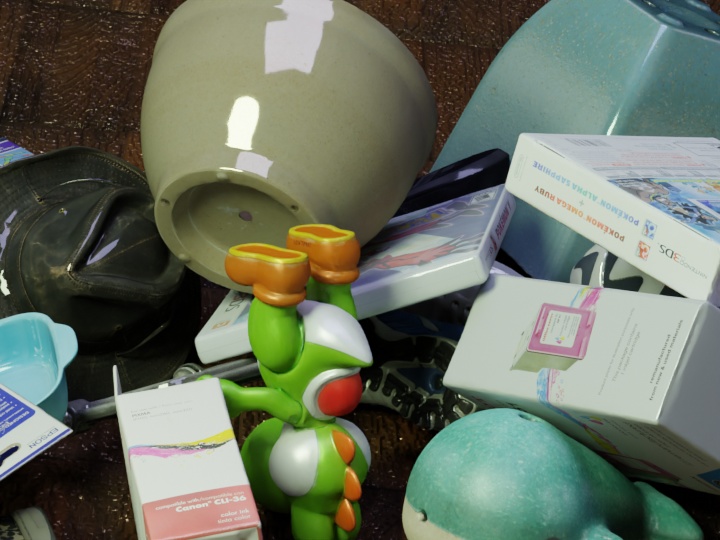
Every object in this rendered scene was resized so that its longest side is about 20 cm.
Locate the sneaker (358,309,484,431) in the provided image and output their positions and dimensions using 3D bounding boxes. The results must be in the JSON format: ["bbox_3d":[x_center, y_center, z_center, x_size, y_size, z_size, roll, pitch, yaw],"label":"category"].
[{"bbox_3d":[0.029,0.065,1.848,0.199,0.079,0.089,24,9,41],"label":"sneaker"}]

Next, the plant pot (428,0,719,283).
[{"bbox_3d":[0.202,-0.101,1.989,0.195,0.201,0.196,11,20,-32],"label":"plant pot"}]

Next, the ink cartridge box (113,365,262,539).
[{"bbox_3d":[-0.099,0.145,1.596,0.067,0.117,0.200,-10,31,-8],"label":"ink cartridge box"}]

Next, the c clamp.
[{"bbox_3d":[-0.132,0.079,1.755,0.170,0.027,0.199,-19,-3,39],"label":"c clamp"}]

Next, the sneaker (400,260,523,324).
[{"bbox_3d":[0.097,0.044,1.887,0.199,0.073,0.085,15,26,12],"label":"sneaker"}]

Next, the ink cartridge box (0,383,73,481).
[{"bbox_3d":[-0.251,0.099,1.599,0.094,0.037,0.200,-35,31,-22],"label":"ink cartridge box"}]

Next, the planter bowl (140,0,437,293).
[{"bbox_3d":[-0.061,-0.070,1.773,0.199,0.201,0.135,12,51,10],"label":"planter bowl"}]

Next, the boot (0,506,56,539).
[{"bbox_3d":[-0.237,0.202,1.517,0.153,0.074,0.204,-3,23,-15],"label":"boot"}]

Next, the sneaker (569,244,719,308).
[{"bbox_3d":[0.224,0.037,1.814,0.079,0.130,0.200,12,45,-31],"label":"sneaker"}]

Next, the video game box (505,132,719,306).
[{"bbox_3d":[0.223,-0.034,1.717,0.199,0.047,0.182,-1,23,-44],"label":"video game box"}]

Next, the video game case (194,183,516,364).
[{"bbox_3d":[0.000,0.000,1.803,0.199,0.023,0.182,-16,13,14],"label":"video game case"}]

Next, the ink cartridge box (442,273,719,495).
[{"bbox_3d":[0.172,0.074,1.682,0.144,0.085,0.199,32,-14,-36],"label":"ink cartridge box"}]

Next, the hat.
[{"bbox_3d":[-0.173,-0.001,1.797,0.200,0.202,0.081,-18,-3,-38],"label":"hat"}]

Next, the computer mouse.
[{"bbox_3d":[0.024,-0.030,1.955,0.199,0.053,0.138,-22,5,16],"label":"computer mouse"}]

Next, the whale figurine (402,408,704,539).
[{"bbox_3d":[0.124,0.140,1.674,0.199,0.105,0.159,3,16,-30],"label":"whale figurine"}]

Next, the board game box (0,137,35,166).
[{"bbox_3d":[-0.295,-0.037,1.985,0.135,0.035,0.199,27,34,34],"label":"board game box"}]

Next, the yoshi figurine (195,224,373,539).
[{"bbox_3d":[-0.045,0.076,1.681,0.111,0.202,0.112,-4,14,2],"label":"yoshi figurine"}]

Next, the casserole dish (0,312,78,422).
[{"bbox_3d":[-0.264,0.093,1.686,0.199,0.039,0.121,-23,31,-1],"label":"casserole dish"}]
